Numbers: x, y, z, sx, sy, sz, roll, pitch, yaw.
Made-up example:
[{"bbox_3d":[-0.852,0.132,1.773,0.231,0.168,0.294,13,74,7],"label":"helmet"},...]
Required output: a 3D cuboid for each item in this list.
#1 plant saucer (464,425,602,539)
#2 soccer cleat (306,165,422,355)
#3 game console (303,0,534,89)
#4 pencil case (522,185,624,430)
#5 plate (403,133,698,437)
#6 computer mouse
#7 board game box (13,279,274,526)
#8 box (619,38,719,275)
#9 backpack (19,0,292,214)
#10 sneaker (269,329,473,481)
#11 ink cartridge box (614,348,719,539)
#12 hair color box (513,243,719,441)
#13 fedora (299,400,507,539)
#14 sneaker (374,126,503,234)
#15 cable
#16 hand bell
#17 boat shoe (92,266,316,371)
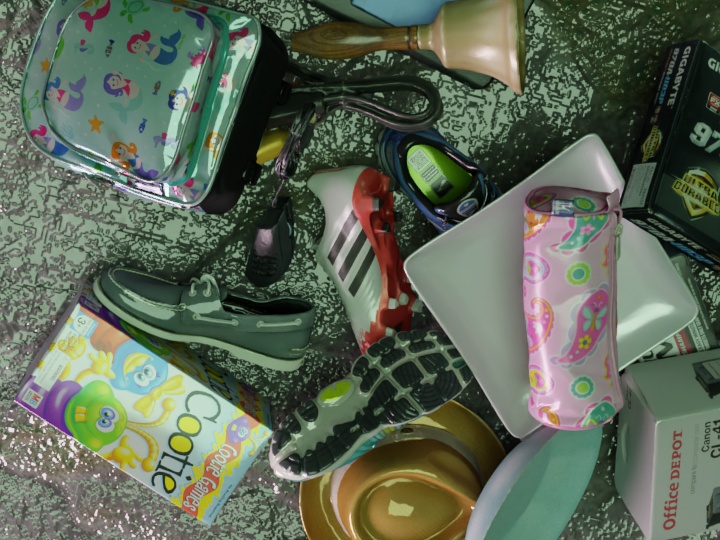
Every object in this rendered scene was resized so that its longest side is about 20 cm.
[{"bbox_3d":[0.142,0.205,1.528,0.039,0.201,0.202,31,97,25],"label":"plant saucer"},{"bbox_3d":[0.000,0.000,1.523,0.084,0.069,0.202,9,122,31],"label":"soccer cleat"},{"bbox_3d":[0.062,-0.276,1.492,0.198,0.031,0.178,26,96,-9],"label":"game console"},{"bbox_3d":[0.177,0.028,1.429,0.086,0.088,0.202,-4,108,-5],"label":"pencil case"},{"bbox_3d":[0.163,0.013,1.484,0.199,0.032,0.201,-34,109,0],"label":"plate"},{"bbox_3d":[-0.060,-0.060,1.466,0.034,0.059,0.201,24,134,6],"label":"computer mouse"},{"bbox_3d":[-0.185,0.113,1.500,0.199,0.103,0.105,34,96,-10],"label":"board game box"},{"bbox_3d":[0.324,-0.082,1.492,0.199,0.046,0.160,27,75,-29],"label":"box"},{"bbox_3d":[-0.181,-0.150,1.420,0.198,0.150,0.179,20,92,22],"label":"backpack"},{"bbox_3d":[0.007,0.118,1.501,0.199,0.080,0.078,-29,73,-9],"label":"sneaker"},{"bbox_3d":[0.336,0.148,1.541,0.198,0.086,0.149,-11,124,-11],"label":"ink cartridge box"},{"bbox_3d":[0.211,0.063,1.554,0.198,0.061,0.100,-24,102,0],"label":"hair color box"},{"bbox_3d":[0.045,0.208,1.551,0.198,0.082,0.203,-1,101,-6],"label":"fedora"},{"bbox_3d":[0.093,-0.049,1.507,0.200,0.089,0.079,42,95,-11],"label":"sneaker"},{"bbox_3d":[-0.030,-0.146,1.487,0.198,0.050,0.098,-7,68,1],"label":"cable"},{"bbox_3d":[0.039,-0.199,1.468,0.198,0.104,0.105,-1,101,9],"label":"hand bell"},{"bbox_3d":[-0.132,0.027,1.501,0.198,0.073,0.062,19,117,-16],"label":"boat shoe"}]
